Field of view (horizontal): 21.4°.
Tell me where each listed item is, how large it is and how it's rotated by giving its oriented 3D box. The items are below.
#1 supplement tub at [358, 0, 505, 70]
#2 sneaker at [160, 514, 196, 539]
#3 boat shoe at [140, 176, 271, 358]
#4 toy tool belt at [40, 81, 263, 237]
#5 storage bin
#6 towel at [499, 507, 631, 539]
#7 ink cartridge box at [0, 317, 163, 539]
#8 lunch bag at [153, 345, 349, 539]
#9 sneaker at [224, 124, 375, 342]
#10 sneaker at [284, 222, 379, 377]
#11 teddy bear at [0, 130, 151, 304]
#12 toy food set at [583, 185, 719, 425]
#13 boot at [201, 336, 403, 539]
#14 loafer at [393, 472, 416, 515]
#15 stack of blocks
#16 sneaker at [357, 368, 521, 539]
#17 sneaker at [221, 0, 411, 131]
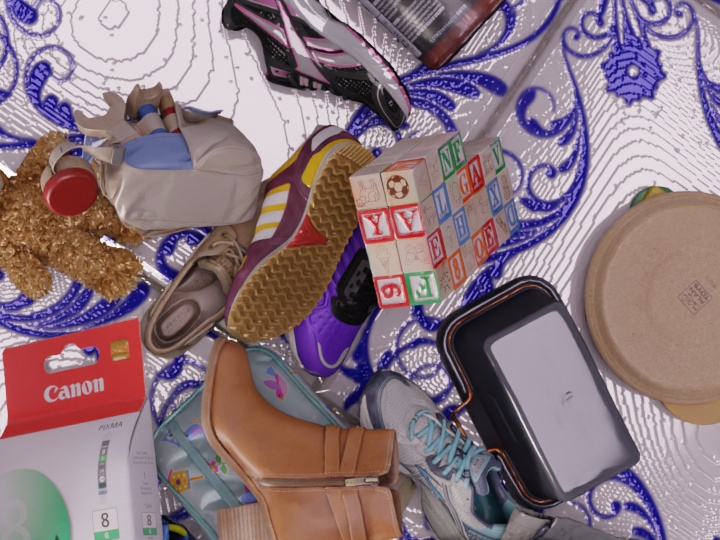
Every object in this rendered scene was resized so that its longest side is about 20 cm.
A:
[{"bbox_3d":[0.031,-0.280,1.681,0.200,0.107,0.107,44,86,-4],"label":"supplement tub"},{"bbox_3d":[-0.191,0.228,1.644,0.199,0.066,0.079,31,119,24],"label":"sneaker"},{"bbox_3d":[-0.117,0.000,1.686,0.071,0.065,0.200,40,86,-4],"label":"boat shoe"},{"bbox_3d":[-0.188,-0.099,1.641,0.198,0.123,0.126,-1,129,-25],"label":"toy tool belt"},{"bbox_3d":[0.156,0.115,1.679,0.145,0.134,0.201,-27,92,-5],"label":"storage bin"},{"bbox_3d":[0.174,0.317,1.683,0.192,0.034,0.201,19,96,-32],"label":"towel"},{"bbox_3d":[-0.252,0.152,1.625,0.160,0.050,0.202,-13,80,29],"label":"ink cartridge box"},{"bbox_3d":[-0.079,0.180,1.649,0.160,0.077,0.200,-41,66,-4],"label":"lunch bag"},{"bbox_3d":[-0.059,-0.032,1.651,0.075,0.090,0.201,31,97,-30],"label":"sneaker"},{"bbox_3d":[0.000,0.000,1.671,0.069,0.099,0.202,16,88,-47],"label":"sneaker"},{"bbox_3d":[-0.275,-0.046,1.670,0.199,0.067,0.145,35,84,-5],"label":"teddy bear"},{"bbox_3d":[0.300,0.024,1.736,0.199,0.049,0.199,32,87,-4],"label":"toy food set"},{"bbox_3d":[-0.046,0.143,1.576,0.153,0.074,0.202,-11,79,11],"label":"boot"},{"bbox_3d":[-0.012,0.255,1.695,0.068,0.076,0.201,42,79,-32],"label":"loafer"},{"bbox_3d":[0.067,-0.057,1.629,0.058,0.200,0.116,-6,106,26],"label":"stack of blocks"},{"bbox_3d":[0.077,0.159,1.654,0.200,0.086,0.078,52,57,-25],"label":"sneaker"},{"bbox_3d":[-0.041,-0.190,1.698,0.200,0.080,0.086,44,98,4],"label":"sneaker"}]
